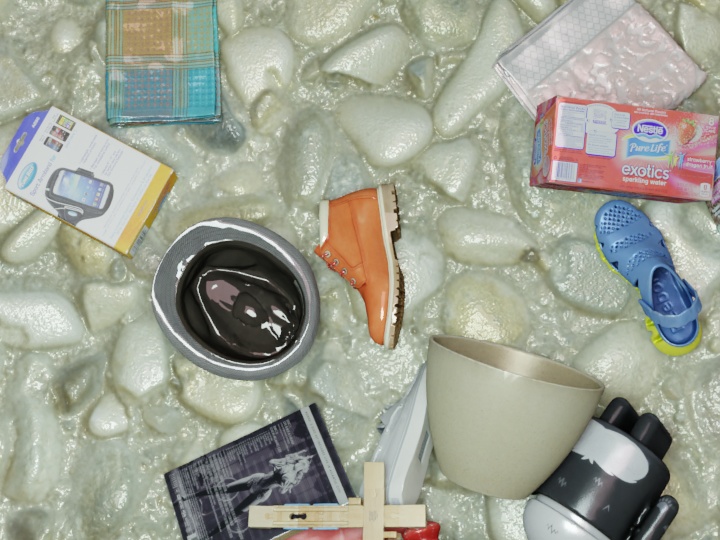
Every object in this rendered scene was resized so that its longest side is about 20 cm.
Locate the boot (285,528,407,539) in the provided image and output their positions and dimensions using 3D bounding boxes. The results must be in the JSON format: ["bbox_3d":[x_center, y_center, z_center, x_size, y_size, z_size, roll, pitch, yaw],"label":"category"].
[{"bbox_3d":[-0.019,0.338,1.433,0.198,0.072,0.146,-6,79,8],"label":"boot"}]

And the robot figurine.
[{"bbox_3d":[0.269,0.246,1.417,0.124,0.150,0.201,36,81,-9],"label":"robot figurine"}]

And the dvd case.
[{"bbox_3d":[-0.116,0.250,1.440,0.198,0.016,0.149,-25,47,-3],"label":"dvd case"}]

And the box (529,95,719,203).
[{"bbox_3d":[0.306,-0.140,1.476,0.198,0.095,0.104,5,90,-7],"label":"box"}]

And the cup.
[{"bbox_3d":[0.154,0.167,1.390,0.198,0.200,0.145,16,95,4],"label":"cup"}]

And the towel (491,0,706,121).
[{"bbox_3d":[0.294,-0.245,1.556,0.199,0.032,0.192,-38,81,-5],"label":"towel"}]

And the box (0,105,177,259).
[{"bbox_3d":[-0.338,-0.113,1.541,0.199,0.042,0.120,28,81,9],"label":"box"}]

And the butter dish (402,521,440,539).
[{"bbox_3d":[0.086,0.346,1.368,0.197,0.200,0.149,-19,71,-3],"label":"butter dish"}]

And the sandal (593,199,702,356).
[{"bbox_3d":[0.344,0.001,1.480,0.079,0.087,0.201,-31,78,-3],"label":"sandal"}]

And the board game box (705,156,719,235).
[{"bbox_3d":[0.487,-0.051,1.449,0.096,0.160,0.202,-20,80,-4],"label":"board game box"}]

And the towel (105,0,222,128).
[{"bbox_3d":[-0.249,-0.279,1.579,0.145,0.022,0.202,-3,79,0],"label":"towel"}]

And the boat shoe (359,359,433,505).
[{"bbox_3d":[0.050,0.183,1.443,0.068,0.072,0.202,3,57,24],"label":"boat shoe"}]

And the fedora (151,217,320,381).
[{"bbox_3d":[-0.142,0.038,1.481,0.198,0.090,0.178,26,82,0],"label":"fedora"}]

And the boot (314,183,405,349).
[{"bbox_3d":[0.000,0.000,1.499,0.106,0.075,0.202,-7,71,3],"label":"boot"}]

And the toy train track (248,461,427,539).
[{"bbox_3d":[-0.023,0.269,1.370,0.198,0.033,0.116,-3,72,14],"label":"toy train track"}]
